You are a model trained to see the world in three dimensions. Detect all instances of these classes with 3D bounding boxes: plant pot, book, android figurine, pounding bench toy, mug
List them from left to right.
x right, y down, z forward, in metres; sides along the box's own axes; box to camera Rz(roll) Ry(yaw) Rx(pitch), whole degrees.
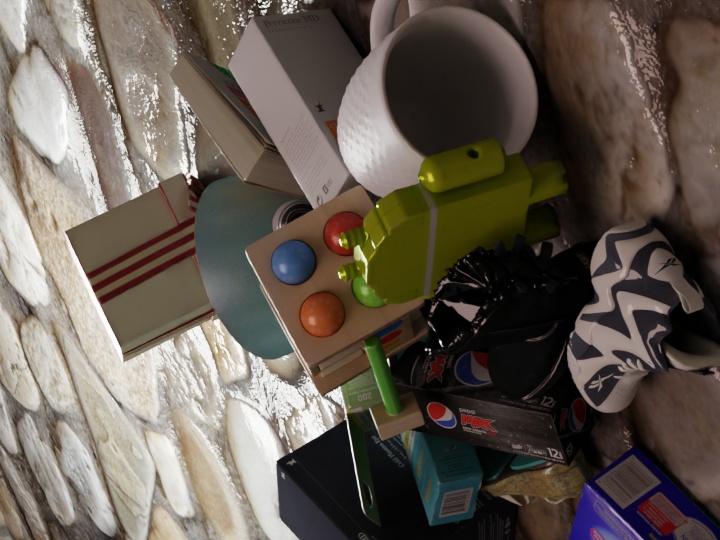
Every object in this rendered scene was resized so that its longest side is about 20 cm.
[{"bbox_3d":[-0.101,-0.144,1.802,0.048,0.133,0.200,-57,44,17],"label":"book"},{"bbox_3d":[-0.063,-0.020,1.845,0.134,0.200,0.202,-18,101,27],"label":"plant pot"},{"bbox_3d":[-0.002,0.050,1.615,0.201,0.124,0.156,60,176,14],"label":"pounding bench toy"},{"bbox_3d":[0.050,-0.159,1.546,0.175,0.146,0.202,149,112,-67],"label":"mug"},{"bbox_3d":[0.075,-0.035,1.464,0.183,0.198,0.041,89,160,-55],"label":"android figurine"}]

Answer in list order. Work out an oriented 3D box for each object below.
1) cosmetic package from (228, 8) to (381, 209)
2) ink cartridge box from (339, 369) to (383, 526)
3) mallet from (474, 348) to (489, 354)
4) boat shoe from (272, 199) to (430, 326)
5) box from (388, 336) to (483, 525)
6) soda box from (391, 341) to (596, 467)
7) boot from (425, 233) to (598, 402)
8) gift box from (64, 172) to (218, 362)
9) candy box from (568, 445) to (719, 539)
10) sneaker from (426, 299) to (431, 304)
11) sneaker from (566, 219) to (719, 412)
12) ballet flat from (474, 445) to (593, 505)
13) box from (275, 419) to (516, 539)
[{"bbox_3d":[-0.033,-0.154,1.693,0.201,0.101,0.071,58,139,23],"label":"cosmetic package"},{"bbox_3d":[0.011,0.148,1.764,0.146,0.047,0.202,60,-165,-75],"label":"ink cartridge box"},{"bbox_3d":[0.153,0.052,1.663,0.066,0.041,0.200,55,149,2],"label":"mallet"},{"bbox_3d":[0.000,0.000,1.746,0.200,0.070,0.066,43,169,-12],"label":"boat shoe"},{"bbox_3d":[0.071,0.154,1.808,0.083,0.049,0.201,98,159,-50],"label":"box"},{"bbox_3d":[0.122,0.125,1.682,0.199,0.063,0.071,9,134,37],"label":"soda box"},{"bbox_3d":[0.123,0.049,1.518,0.074,0.161,0.199,56,134,27],"label":"boot"},{"bbox_3d":[-0.240,0.000,2.144,0.186,0.186,0.200,64,169,1],"label":"gift box"},{"bbox_3d":[0.270,0.292,1.627,0.169,0.077,0.201,46,148,28],"label":"candy box"},{"bbox_3d":[0.103,-0.013,1.653,0.078,0.091,0.200,25,161,1],"label":"sneaker"},{"bbox_3d":[0.245,0.070,1.461,0.130,0.079,0.201,50,142,41],"label":"sneaker"},{"bbox_3d":[0.167,0.204,1.751,0.071,0.070,0.200,64,154,-5],"label":"ballet flat"},{"bbox_3d":[0.037,0.254,1.893,0.200,0.181,0.105,42,148,35],"label":"box"}]
